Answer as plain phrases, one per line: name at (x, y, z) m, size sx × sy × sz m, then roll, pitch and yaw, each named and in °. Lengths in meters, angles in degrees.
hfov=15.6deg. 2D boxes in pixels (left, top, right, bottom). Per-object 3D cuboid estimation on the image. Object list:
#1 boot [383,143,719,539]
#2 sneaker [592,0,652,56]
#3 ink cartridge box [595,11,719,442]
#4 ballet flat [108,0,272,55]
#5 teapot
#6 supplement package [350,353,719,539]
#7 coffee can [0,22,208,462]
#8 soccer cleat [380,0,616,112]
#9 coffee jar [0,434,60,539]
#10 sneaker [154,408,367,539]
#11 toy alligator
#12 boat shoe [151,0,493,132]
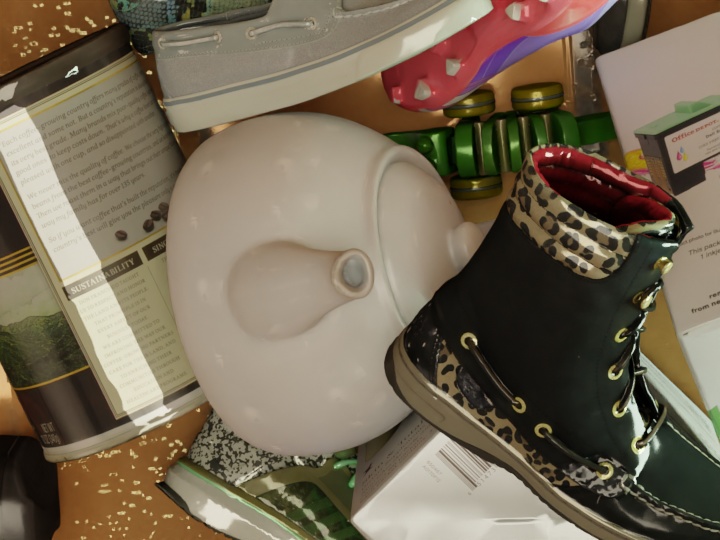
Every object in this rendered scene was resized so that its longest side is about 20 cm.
boot at (0.127, 0.043, 1.261) m, size 0.203 × 0.074 × 0.154 m, roll 30°, pitch 125°, yaw 1°
sneaker at (0.107, -0.211, 1.453) m, size 0.106 × 0.075 × 0.201 m, roll -3°, pitch 91°, yaw 8°
ink cartridge box at (0.198, -0.014, 1.394) m, size 0.084 × 0.201 × 0.145 m, roll -19°, pitch 139°, yaw 9°
ballet flat at (-0.040, -0.155, 1.474) m, size 0.199 × 0.074 × 0.075 m, roll -4°, pitch 100°, yaw 6°
teapot at (0.000, 0.000, 1.398) m, size 0.145 × 0.201 × 0.198 m, roll -13°, pitch 135°, yaw 23°
supplement package at (0.099, 0.108, 1.440) m, size 0.151 × 0.200 × 0.152 m, roll 44°, pitch 99°, yaw -6°
coffee can at (-0.153, -0.016, 1.456) m, size 0.146 × 0.146 × 0.201 m, roll -25°, pitch 98°, yaw 7°
soccer cleat at (0.079, -0.134, 1.426) m, size 0.076 × 0.200 × 0.067 m, roll -2°, pitch 74°, yaw -31°
coffee jar at (-0.274, 0.143, 1.513) m, size 0.199 × 0.104 × 0.086 m, roll -2°, pitch 103°, yaw 4°
sneaker at (-0.014, 0.130, 1.519) m, size 0.199 × 0.077 × 0.089 m, roll 22°, pitch 91°, yaw -4°
toy alligator at (0.056, -0.068, 1.484) m, size 0.199 × 0.054 × 0.060 m, roll -6°, pitch 100°, yaw 4°
boat shoe at (-0.028, -0.130, 1.392) m, size 0.200 × 0.070 × 0.072 m, roll -16°, pitch 101°, yaw 29°
